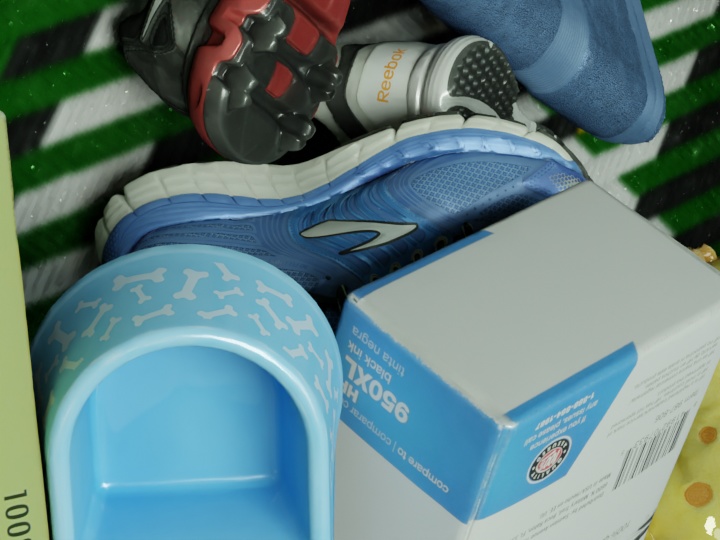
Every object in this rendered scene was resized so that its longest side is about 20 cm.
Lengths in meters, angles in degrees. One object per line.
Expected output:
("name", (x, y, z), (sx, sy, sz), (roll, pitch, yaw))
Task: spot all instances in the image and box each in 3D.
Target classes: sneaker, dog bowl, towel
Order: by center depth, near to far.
("dog bowl", (-0.058, 0.093, 0.881), (0.110, 0.050, 0.202), (-3, 112, -5))
("sneaker", (-0.026, -0.142, 1.009), (0.201, 0.098, 0.071), (-59, 143, -8))
("sneaker", (0.000, 0.000, 1.016), (0.198, 0.090, 0.079), (-13, 149, -7))
("towel", (0.063, -0.131, 1.122), (0.200, 0.048, 0.112), (33, 38, -48))
("sneaker", (0.039, -0.045, 1.134), (0.074, 0.079, 0.200), (-70, 153, -23))

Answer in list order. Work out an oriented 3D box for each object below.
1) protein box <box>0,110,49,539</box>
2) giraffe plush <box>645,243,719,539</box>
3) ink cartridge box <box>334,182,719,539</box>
("protein box", (-0.220, 0.057, 0.817), (0.199, 0.134, 0.200), (-18, 110, -43))
("giraffe plush", (0.193, 0.068, 1.278), (0.198, 0.173, 0.164), (0, 86, -13))
("ink cartridge box", (0.046, 0.086, 0.978), (0.144, 0.084, 0.201), (-25, 142, -43))
